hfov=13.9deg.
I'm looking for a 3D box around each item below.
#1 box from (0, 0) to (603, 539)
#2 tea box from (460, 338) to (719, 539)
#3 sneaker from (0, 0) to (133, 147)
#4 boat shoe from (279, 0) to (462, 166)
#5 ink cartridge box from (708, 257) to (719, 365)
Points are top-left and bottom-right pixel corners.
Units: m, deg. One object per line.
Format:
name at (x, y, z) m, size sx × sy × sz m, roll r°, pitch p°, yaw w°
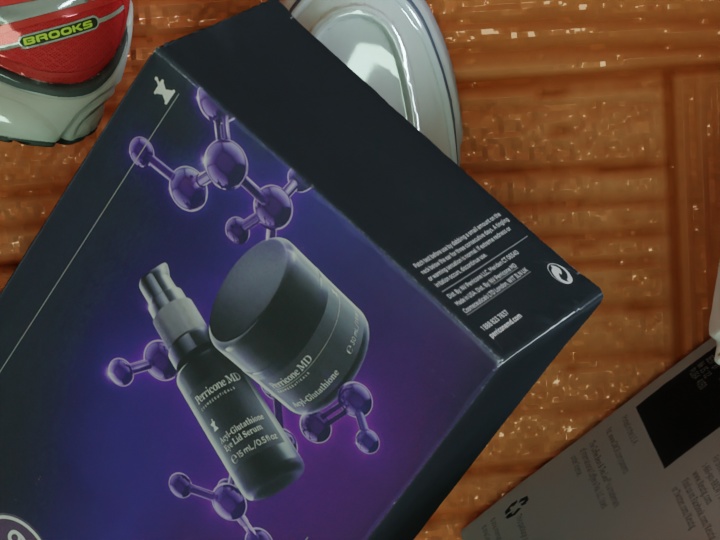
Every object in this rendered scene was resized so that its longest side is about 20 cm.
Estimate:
box at (-0.043, 0.040, 0.913) m, size 0.141 × 0.079 × 0.200 m, roll 43°, pitch 121°, yaw 13°
tea box at (0.146, 0.149, 0.937) m, size 0.133 × 0.200 × 0.197 m, roll -38°, pitch 102°, yaw 7°
sneaker at (-0.168, -0.101, 0.932) m, size 0.199 × 0.077 × 0.085 m, roll 13°, pitch 99°, yaw -16°
boat shoe at (0.000, 0.000, 0.962) m, size 0.073 × 0.065 × 0.201 m, roll -3°, pitch 105°, yaw -1°
ink cartridge box at (0.222, -0.008, 0.920) m, size 0.199 × 0.146 × 0.084 m, roll 23°, pitch 138°, yaw -8°
